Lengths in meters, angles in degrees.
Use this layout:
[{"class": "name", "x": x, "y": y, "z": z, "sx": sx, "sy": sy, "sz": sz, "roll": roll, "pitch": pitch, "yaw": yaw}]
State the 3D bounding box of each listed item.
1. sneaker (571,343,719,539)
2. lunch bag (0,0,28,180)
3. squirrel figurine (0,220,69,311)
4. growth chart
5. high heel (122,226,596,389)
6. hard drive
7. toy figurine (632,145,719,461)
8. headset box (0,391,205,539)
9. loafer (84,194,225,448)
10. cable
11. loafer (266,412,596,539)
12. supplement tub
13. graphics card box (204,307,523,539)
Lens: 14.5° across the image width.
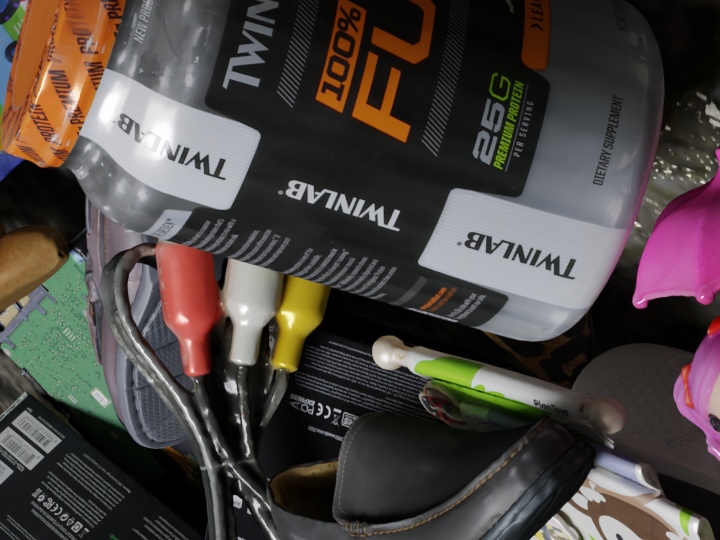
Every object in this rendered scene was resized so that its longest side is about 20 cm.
[{"class": "sneaker", "x": 0.169, "y": 0.104, "z": 1.049, "sx": 0.200, "sy": 0.071, "sz": 0.099, "roll": 26, "pitch": 148, "yaw": 35}, {"class": "lunch bag", "x": -0.163, "y": -0.153, "z": 1.073, "sx": 0.151, "sy": 0.094, "sz": 0.200, "roll": 60, "pitch": 178, "yaw": -37}, {"class": "squirrel figurine", "x": -0.249, "y": -0.042, "z": 1.287, "sx": 0.187, "sy": 0.141, "sz": 0.200, "roll": 62, "pitch": 156, "yaw": 3}, {"class": "growth chart", "x": 0.096, "y": 0.107, "z": 1.065, "sx": 0.144, "sy": 0.018, "sz": 0.200, "roll": 10, "pitch": 138, "yaw": 50}, {"class": "high heel", "x": 0.000, "y": 0.000, "z": 1.046, "sx": 0.200, "sy": 0.143, "sz": 0.071, "roll": 54, "pitch": 148, "yaw": -15}, {"class": "hard drive", "x": -0.078, "y": 0.070, "z": 1.325, "sx": 0.200, "sy": 0.038, "sz": 0.140, "roll": 45, "pitch": 149, "yaw": -2}, {"class": "toy figurine", "x": 0.165, "y": 0.046, "z": 0.922, "sx": 0.184, "sy": 0.150, "sz": 0.201, "roll": 44, "pitch": 135, "yaw": 24}, {"class": "headset box", "x": -0.102, "y": 0.182, "z": 1.367, "sx": 0.174, "sy": 0.093, "sz": 0.200, "roll": 34, "pitch": 163, "yaw": 46}, {"class": "loafer", "x": -0.085, "y": -0.017, "z": 1.202, "sx": 0.063, "sy": 0.072, "sz": 0.201, "roll": 42, "pitch": 140, "yaw": 38}, {"class": "cable", "x": -0.053, "y": 0.060, "z": 1.137, "sx": 0.050, "sy": 0.097, "sz": 0.201, "roll": 156, "pitch": 112, "yaw": -70}, {"class": "loafer", "x": 0.017, "y": 0.087, "z": 1.046, "sx": 0.072, "sy": 0.073, "sz": 0.200, "roll": 53, "pitch": 146, "yaw": 1}, {"class": "supplement tub", "x": -0.011, "y": -0.058, "z": 0.936, "sx": 0.199, "sy": 0.123, "sz": 0.123, "roll": 15, "pitch": 153, "yaw": -15}, {"class": "graphics card box", "x": -0.007, "y": 0.123, "z": 1.190, "sx": 0.125, "sy": 0.051, "sz": 0.201, "roll": 16, "pitch": 102, "yaw": 39}]
